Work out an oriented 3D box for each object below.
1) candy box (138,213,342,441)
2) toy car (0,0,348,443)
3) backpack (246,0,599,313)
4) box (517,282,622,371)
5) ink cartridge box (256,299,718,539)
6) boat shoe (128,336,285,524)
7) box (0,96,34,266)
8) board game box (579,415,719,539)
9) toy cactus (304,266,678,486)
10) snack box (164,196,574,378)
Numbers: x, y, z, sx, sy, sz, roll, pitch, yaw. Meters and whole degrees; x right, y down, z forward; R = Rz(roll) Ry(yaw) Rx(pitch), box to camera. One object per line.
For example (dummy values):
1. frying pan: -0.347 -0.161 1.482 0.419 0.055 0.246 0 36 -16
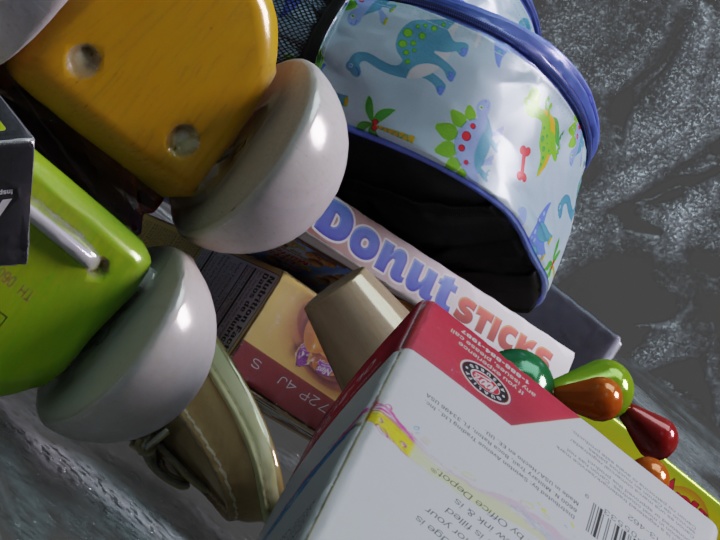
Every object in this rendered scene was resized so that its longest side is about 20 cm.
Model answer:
1. candy box: -0.045 0.035 1.088 0.116 0.057 0.200 36 -5 -26
2. toy car: -0.120 -0.046 0.878 0.175 0.200 0.150 40 -11 -27
3. backpack: 0.010 -0.078 1.061 0.199 0.148 0.183 19 -17 21
4. box: 0.024 0.030 1.279 0.200 0.104 0.148 38 -16 0
5. ink cartridge box: 0.035 0.119 0.793 0.146 0.083 0.200 39 27 -4
6. boat shoe: -0.099 0.041 0.974 0.201 0.063 0.073 50 -21 32
7. box: -0.208 -0.058 0.705 0.159 0.044 0.200 -8 33 -28
8. board game box: 0.140 0.119 1.110 0.200 0.048 0.102 39 -3 -18
9. toy cactus: 0.034 0.074 0.956 0.165 0.200 0.102 56 -24 -6
10. snack box: 0.000 0.000 1.018 0.200 0.024 0.072 33 -18 -26
